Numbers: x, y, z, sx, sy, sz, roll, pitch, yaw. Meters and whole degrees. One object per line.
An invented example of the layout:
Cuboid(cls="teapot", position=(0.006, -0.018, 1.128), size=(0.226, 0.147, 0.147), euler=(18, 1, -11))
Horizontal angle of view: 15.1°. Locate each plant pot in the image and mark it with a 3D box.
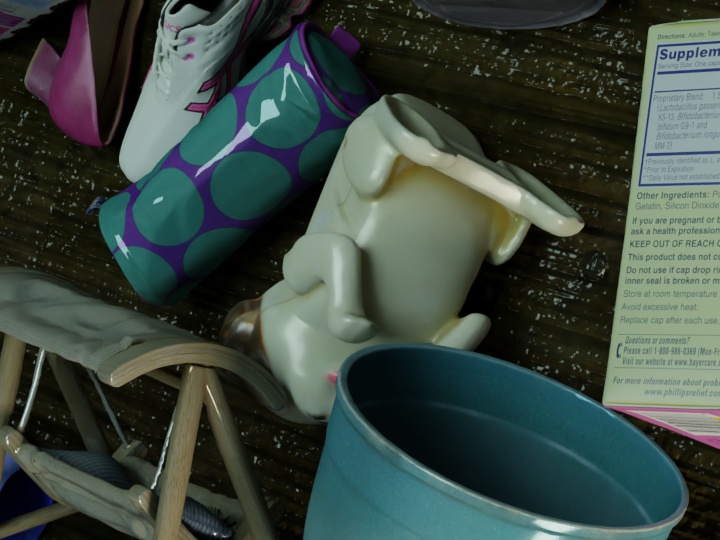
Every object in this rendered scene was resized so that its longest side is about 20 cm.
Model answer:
Cuboid(cls="plant pot", position=(0.052, 0.168, 1.481), size=(0.200, 0.200, 0.189), euler=(38, 116, 40))

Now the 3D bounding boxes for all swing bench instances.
Cuboid(cls="swing bench", position=(-0.145, 0.104, 1.626), size=(0.199, 0.129, 0.201), euler=(20, 120, 49))

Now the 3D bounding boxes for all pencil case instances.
Cuboid(cls="pencil case", position=(-0.078, -0.067, 1.719), size=(0.200, 0.085, 0.093), euler=(-40, 15, 23))

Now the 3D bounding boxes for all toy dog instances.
Cuboid(cls="toy dog", position=(0.000, 0.000, 1.604), size=(0.200, 0.139, 0.194), euler=(-58, 37, 10))

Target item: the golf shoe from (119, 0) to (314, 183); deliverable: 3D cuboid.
Cuboid(cls="golf shoe", position=(-0.109, -0.145, 1.766), size=(0.073, 0.092, 0.200), euler=(40, 104, 38))

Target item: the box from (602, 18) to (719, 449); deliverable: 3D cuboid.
Cuboid(cls="box", position=(0.220, -0.009, 1.394), size=(0.096, 0.176, 0.201), euler=(0, 77, 39))

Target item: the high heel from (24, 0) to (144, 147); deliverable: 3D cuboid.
Cuboid(cls="high heel", position=(-0.157, -0.183, 1.836), size=(0.096, 0.067, 0.201), euler=(39, 114, 42))

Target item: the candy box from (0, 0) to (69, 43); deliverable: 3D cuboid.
Cuboid(cls="candy box", position=(-0.251, -0.236, 1.884), size=(0.200, 0.061, 0.137), euler=(-16, 64, 62))

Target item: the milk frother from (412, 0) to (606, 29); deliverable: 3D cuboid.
Cuboid(cls="milk frother", position=(0.093, -0.264, 1.565), size=(0.180, 0.200, 0.189), euler=(-8, 72, 33))

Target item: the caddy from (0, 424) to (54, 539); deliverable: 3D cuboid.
Cuboid(cls="caddy", position=(-0.291, 0.171, 1.787), size=(0.200, 0.141, 0.105), euler=(-51, 46, 16))
